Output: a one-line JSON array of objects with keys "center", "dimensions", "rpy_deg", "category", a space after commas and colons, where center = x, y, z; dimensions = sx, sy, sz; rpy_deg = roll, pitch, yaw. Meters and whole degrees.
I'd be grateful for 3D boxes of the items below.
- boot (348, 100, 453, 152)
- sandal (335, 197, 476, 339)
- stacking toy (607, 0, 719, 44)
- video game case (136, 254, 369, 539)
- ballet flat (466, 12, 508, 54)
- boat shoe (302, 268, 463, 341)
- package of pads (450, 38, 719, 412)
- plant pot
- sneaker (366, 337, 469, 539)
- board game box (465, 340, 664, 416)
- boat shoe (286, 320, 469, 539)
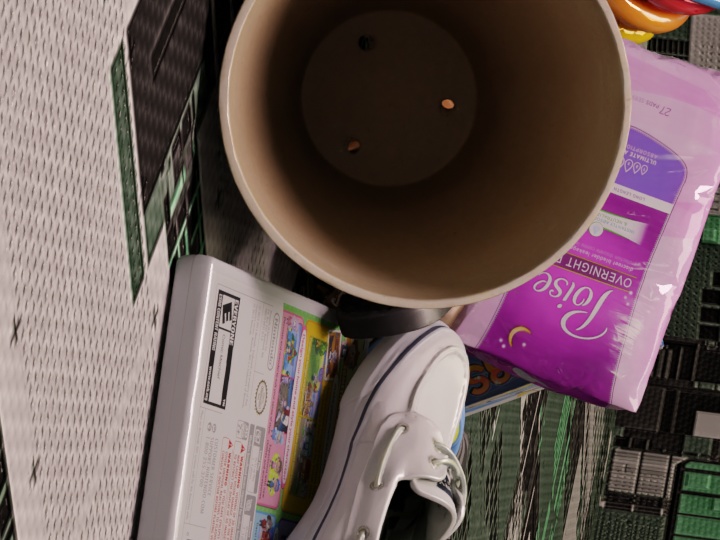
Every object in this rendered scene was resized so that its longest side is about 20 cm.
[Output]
[{"center": [0.021, -0.076, 1.697], "dimensions": [0.155, 0.074, 0.200], "rpy_deg": [-51, 180, -34], "category": "boot"}, {"center": [0.042, -0.002, 1.497], "dimensions": [0.200, 0.075, 0.045], "rpy_deg": [-51, 127, -56], "category": "sandal"}, {"center": [0.128, -0.160, 1.716], "dimensions": [0.200, 0.110, 0.116], "rpy_deg": [-35, -126, 40], "category": "stacking toy"}, {"center": [-0.052, 0.107, 1.388], "dimensions": [0.182, 0.022, 0.200], "rpy_deg": [25, 71, -64], "category": "video game case"}, {"center": [0.047, -0.175, 1.509], "dimensions": [0.200, 0.067, 0.046], "rpy_deg": [53, 13, -7], "category": "ballet flat"}, {"center": [0.004, -0.005, 1.627], "dimensions": [0.075, 0.075, 0.202], "rpy_deg": [-56, -168, -4], "category": "boat shoe"}, {"center": [0.125, -0.033, 1.631], "dimensions": [0.076, 0.120, 0.200], "rpy_deg": [-146, -103, -84], "category": "package of pads"}, {"center": [0.022, -0.081, 1.438], "dimensions": [0.200, 0.187, 0.188], "rpy_deg": [-147, -117, -84], "category": "plant pot"}, {"center": [0.020, 0.092, 1.560], "dimensions": [0.200, 0.071, 0.083], "rpy_deg": [91, 7, -47], "category": "sneaker"}, {"center": [0.076, 0.060, 1.749], "dimensions": [0.135, 0.200, 0.035], "rpy_deg": [17, 53, -80], "category": "board game box"}, {"center": [0.020, 0.110, 1.410], "dimensions": [0.074, 0.067, 0.200], "rpy_deg": [55, 50, -42], "category": "boat shoe"}]
